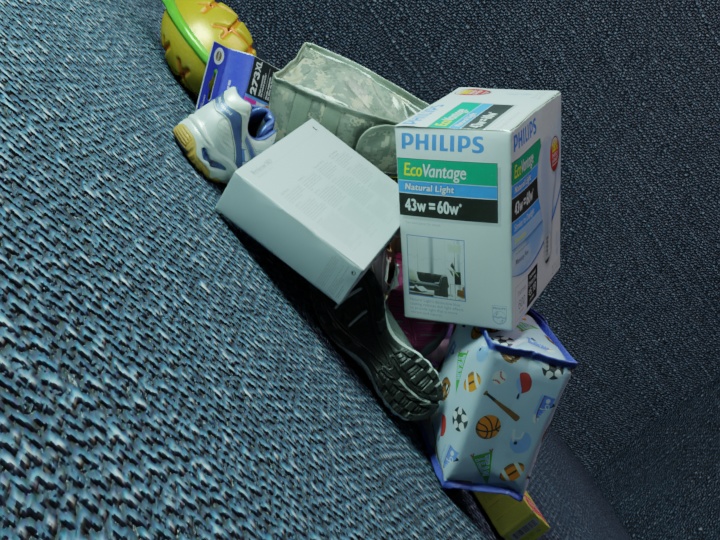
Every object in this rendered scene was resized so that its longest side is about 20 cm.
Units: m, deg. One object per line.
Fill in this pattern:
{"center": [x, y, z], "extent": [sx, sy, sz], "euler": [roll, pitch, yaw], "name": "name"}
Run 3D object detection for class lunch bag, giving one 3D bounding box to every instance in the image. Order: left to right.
{"center": [-0.010, -0.136, 1.137], "extent": [0.197, 0.166, 0.118], "euler": [24, 41, 7], "name": "lunch bag"}
{"center": [0.138, 0.122, 1.076], "extent": [0.122, 0.173, 0.200], "euler": [15, 15, -16], "name": "lunch bag"}

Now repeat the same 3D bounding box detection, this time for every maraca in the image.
{"center": [-0.201, -0.294, 1.235], "extent": [0.201, 0.106, 0.137], "euler": [54, 7, 15], "name": "maraca"}

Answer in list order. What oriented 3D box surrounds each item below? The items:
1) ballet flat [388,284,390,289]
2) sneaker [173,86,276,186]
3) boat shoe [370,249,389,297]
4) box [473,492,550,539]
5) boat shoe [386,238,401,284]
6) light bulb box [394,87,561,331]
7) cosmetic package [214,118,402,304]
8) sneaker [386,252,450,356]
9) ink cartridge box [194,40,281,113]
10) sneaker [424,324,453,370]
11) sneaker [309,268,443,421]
{"center": [0.047, 0.054, 1.430], "extent": [0.201, 0.071, 0.072], "euler": [50, 7, -12], "name": "ballet flat"}
{"center": [-0.115, -0.123, 1.033], "extent": [0.076, 0.088, 0.200], "euler": [52, 4, 16], "name": "sneaker"}
{"center": [0.000, 0.000, 1.180], "extent": [0.202, 0.071, 0.064], "euler": [-86, 164, -51], "name": "boat shoe"}
{"center": [0.145, 0.230, 1.175], "extent": [0.075, 0.050, 0.201], "euler": [47, 9, -50], "name": "box"}
{"center": [0.031, -0.040, 1.337], "extent": [0.069, 0.072, 0.200], "euler": [11, 20, -19], "name": "boat shoe"}
{"center": [0.130, -0.073, 1.036], "extent": [0.198, 0.122, 0.204], "euler": [-39, 130, -57], "name": "light bulb box"}
{"center": [-0.036, -0.066, 0.985], "extent": [0.150, 0.052, 0.200], "euler": [39, 29, 1], "name": "cosmetic package"}
{"center": [0.065, 0.058, 1.170], "extent": [0.080, 0.090, 0.201], "euler": [13, 24, 1], "name": "sneaker"}
{"center": [-0.126, -0.205, 1.208], "extent": [0.037, 0.097, 0.199], "euler": [16, 2, 28], "name": "ink cartridge box"}
{"center": [0.111, 0.090, 1.277], "extent": [0.197, 0.090, 0.081], "euler": [22, 21, -13], "name": "sneaker"}
{"center": [0.008, 0.067, 1.024], "extent": [0.202, 0.073, 0.079], "euler": [57, -6, -5], "name": "sneaker"}
